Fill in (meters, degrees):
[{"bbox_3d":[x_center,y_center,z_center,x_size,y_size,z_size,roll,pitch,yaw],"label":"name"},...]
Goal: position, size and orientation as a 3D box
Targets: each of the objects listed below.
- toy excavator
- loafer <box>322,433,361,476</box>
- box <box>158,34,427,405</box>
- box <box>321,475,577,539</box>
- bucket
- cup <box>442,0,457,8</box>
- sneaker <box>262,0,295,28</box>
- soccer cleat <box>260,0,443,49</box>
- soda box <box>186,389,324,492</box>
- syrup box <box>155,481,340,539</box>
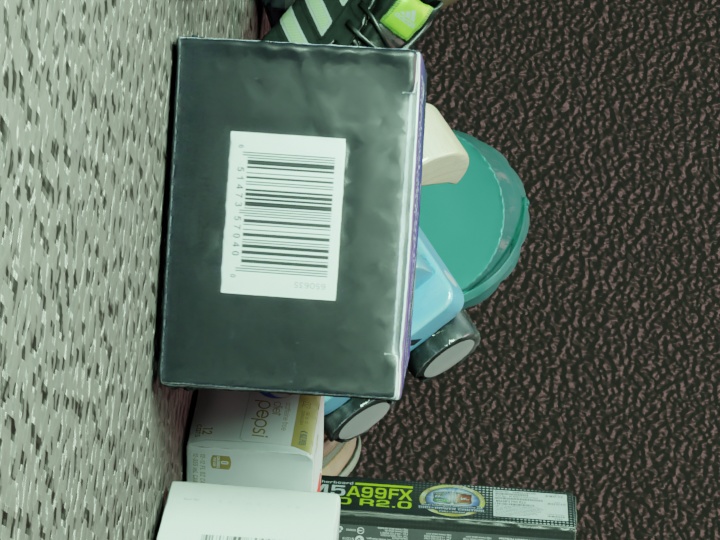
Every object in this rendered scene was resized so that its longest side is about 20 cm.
[{"bbox_3d":[0.000,0.000,1.262,0.100,0.194,0.200,56,13,19],"label":"toy excavator"},{"bbox_3d":[-0.040,0.104,1.423,0.200,0.071,0.063,-74,161,-67],"label":"loafer"},{"bbox_3d":[-0.025,-0.025,1.021,0.200,0.103,0.149,-53,146,-85],"label":"box"},{"bbox_3d":[0.015,0.195,1.249,0.044,0.198,0.162,-81,174,-68],"label":"box"},{"bbox_3d":[0.067,-0.051,2.299,0.135,0.205,0.209,12,82,-80],"label":"bucket"},{"bbox_3d":[0.071,-0.346,2.282,0.144,0.199,0.200,-59,172,-11],"label":"cup"},{"bbox_3d":[-0.023,-0.186,1.258,0.200,0.073,0.082,86,12,-61],"label":"sneaker"},{"bbox_3d":[-0.005,-0.118,1.171,0.081,0.067,0.201,4,-116,54],"label":"soccer cleat"},{"bbox_3d":[-0.054,0.150,1.145,0.068,0.063,0.201,-83,176,-57],"label":"soda box"},{"bbox_3d":[-0.054,0.201,1.016,0.082,0.078,0.202,-82,176,-64],"label":"syrup box"}]
